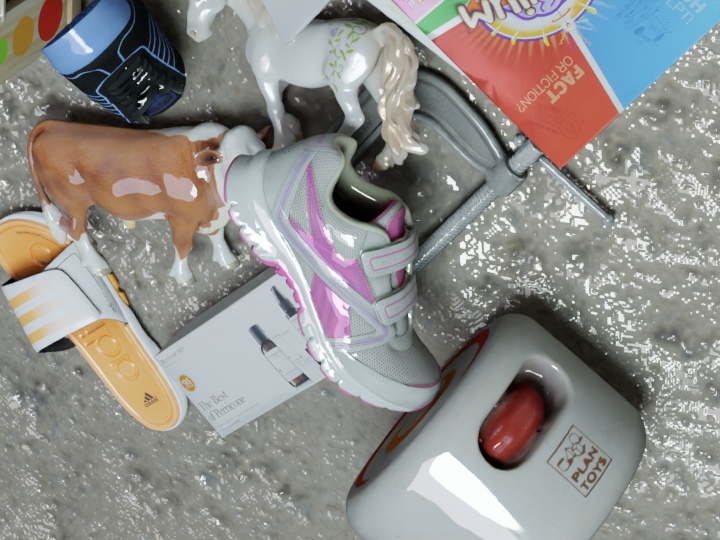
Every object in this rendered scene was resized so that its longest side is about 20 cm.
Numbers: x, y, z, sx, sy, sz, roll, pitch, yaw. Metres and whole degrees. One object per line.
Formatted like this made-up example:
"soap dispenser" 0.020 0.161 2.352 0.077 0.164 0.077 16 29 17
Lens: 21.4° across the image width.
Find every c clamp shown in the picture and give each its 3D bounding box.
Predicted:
"c clamp" 0.044 -0.044 1.272 0.171 0.027 0.200 49 127 -5

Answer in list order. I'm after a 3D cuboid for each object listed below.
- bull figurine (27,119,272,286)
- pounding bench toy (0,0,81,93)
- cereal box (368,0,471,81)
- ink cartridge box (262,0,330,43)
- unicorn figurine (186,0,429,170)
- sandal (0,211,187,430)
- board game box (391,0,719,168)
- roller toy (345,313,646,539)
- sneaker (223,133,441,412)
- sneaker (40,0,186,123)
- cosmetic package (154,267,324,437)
"bull figurine" -0.141 -0.055 1.332 0.199 0.065 0.122 10 119 22
"pounding bench toy" -0.265 -0.223 1.240 0.123 0.156 0.201 18 124 17
"cereal box" 0.088 -0.187 1.160 0.200 0.040 0.144 38 127 1
"ink cartridge box" -0.075 -0.248 1.132 0.116 0.066 0.201 -42 64 37
"unicorn figurine" -0.043 -0.134 1.239 0.199 0.074 0.138 3 111 23
"sandal" -0.208 0.046 1.428 0.079 0.059 0.207 -33 100 36
"board game box" 0.100 -0.181 1.108 0.200 0.040 0.153 44 125 -3
"roller toy" 0.093 0.136 1.252 0.140 0.200 0.183 40 107 -2
"sneaker" 0.000 0.000 1.197 0.088 0.081 0.201 -26 107 26
"sneaker" -0.150 -0.135 1.224 0.070 0.200 0.078 -40 95 6
"cosmetic package" -0.058 0.045 1.342 0.083 0.051 0.200 51 136 -5
